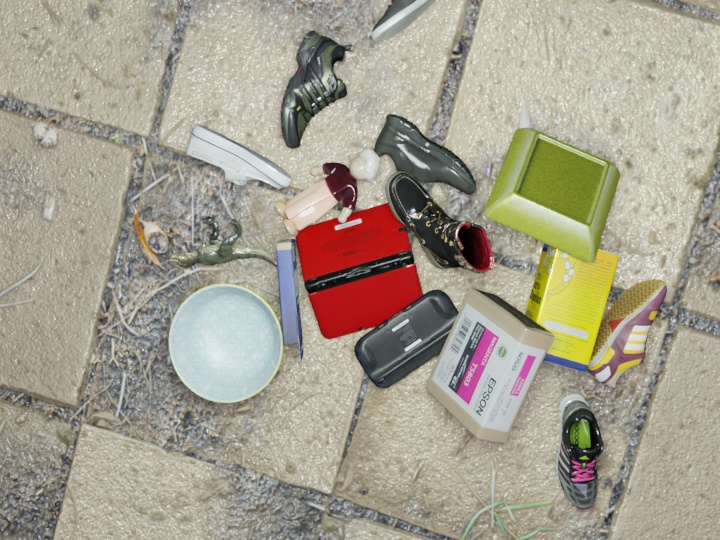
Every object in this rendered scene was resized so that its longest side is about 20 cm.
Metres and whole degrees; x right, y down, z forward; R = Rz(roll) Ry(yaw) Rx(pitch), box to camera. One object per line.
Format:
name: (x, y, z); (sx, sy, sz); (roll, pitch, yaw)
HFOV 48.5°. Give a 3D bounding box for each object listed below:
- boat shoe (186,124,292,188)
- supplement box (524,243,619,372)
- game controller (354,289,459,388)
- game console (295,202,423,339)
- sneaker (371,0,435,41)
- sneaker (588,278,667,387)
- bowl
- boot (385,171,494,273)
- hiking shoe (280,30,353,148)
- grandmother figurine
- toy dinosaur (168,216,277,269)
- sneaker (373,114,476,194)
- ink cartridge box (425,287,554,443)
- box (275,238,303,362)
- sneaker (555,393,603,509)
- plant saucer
boat shoe: (-0.213, -0.184, 1.397); (0.197, 0.073, 0.066); (29, 100, 10)
supplement box: (0.351, 0.054, 1.368); (0.107, 0.109, 0.205); (15, 94, 1)
game controller: (0.087, 0.122, 1.415); (0.198, 0.042, 0.106); (-34, 96, 4)
game console: (0.000, 0.000, 1.423); (0.195, 0.119, 0.176); (-15, 63, 3)
sneaker: (0.074, -0.484, 1.362); (0.199, 0.071, 0.100); (-42, 90, -1)
sneaker: (0.472, 0.109, 1.393); (0.090, 0.075, 0.201); (40, 96, -17)
bowl: (-0.225, 0.120, 1.395); (0.194, 0.108, 0.206); (0, 94, 2)
boot: (0.132, -0.076, 1.321); (0.073, 0.150, 0.202); (-39, 113, -14)
hiking shoe: (-0.075, -0.304, 1.374); (0.098, 0.076, 0.205); (16, 94, 4)
grandmother figurine: (-0.049, -0.138, 1.382); (0.198, 0.060, 0.123); (-34, 77, 9)
toy dinosaur: (-0.242, -0.048, 1.416); (0.194, 0.048, 0.090); (-1, 109, 2)
sneaker: (0.111, -0.185, 1.386); (0.198, 0.076, 0.092); (36, 105, 6)
ink cartridge box: (0.212, 0.157, 1.342); (0.074, 0.164, 0.204); (16, 103, -34)
box: (-0.121, 0.051, 1.379); (0.031, 0.121, 0.206); (-5, 94, -2)
sneaker: (0.384, 0.325, 1.397); (0.072, 0.087, 0.206); (-3, 94, 2)
plant saucer: (0.328, -0.141, 1.327); (0.196, 0.048, 0.203); (24, 63, 5)
